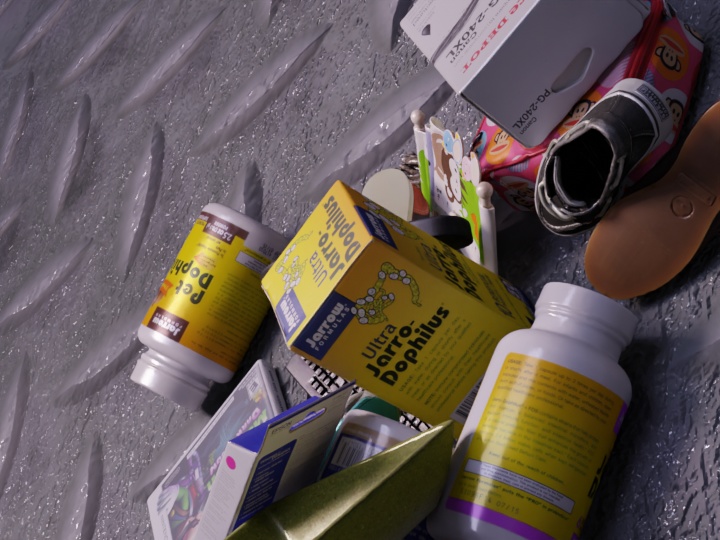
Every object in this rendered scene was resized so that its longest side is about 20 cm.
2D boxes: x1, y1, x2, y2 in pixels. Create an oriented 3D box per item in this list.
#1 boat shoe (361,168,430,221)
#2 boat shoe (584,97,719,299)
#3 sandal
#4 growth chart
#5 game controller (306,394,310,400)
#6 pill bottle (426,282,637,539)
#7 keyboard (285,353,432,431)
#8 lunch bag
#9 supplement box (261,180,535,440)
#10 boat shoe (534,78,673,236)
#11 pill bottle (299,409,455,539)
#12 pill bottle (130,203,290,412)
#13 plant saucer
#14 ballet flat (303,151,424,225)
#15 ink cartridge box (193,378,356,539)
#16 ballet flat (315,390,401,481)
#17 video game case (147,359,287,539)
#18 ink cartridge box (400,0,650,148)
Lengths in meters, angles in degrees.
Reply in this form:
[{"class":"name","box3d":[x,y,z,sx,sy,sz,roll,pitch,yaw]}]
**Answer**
[{"class":"boat shoe","box3d":[0.023,0.010,1.519,0.071,0.063,0.200,-3,60,23]},{"class":"boat shoe","box3d":[0.241,-0.056,1.266,0.200,0.070,0.070,-49,-9,37]},{"class":"sandal","box3d":[0.000,0.000,1.449,0.200,0.075,0.048,-15,73,31]},{"class":"growth chart","box3d":[0.082,-0.059,1.491,0.018,0.145,0.200,-16,30,-10]},{"class":"game controller","box3d":[-0.014,0.056,1.623,0.104,0.042,0.200,126,157,-44]},{"class":"pill bottle","box3d":[0.128,0.113,1.241,0.104,0.104,0.200,0,64,60]},{"class":"keyboard","box3d":[-0.011,0.129,1.500,0.127,0.021,0.200,-55,42,8]},{"class":"lunch bag","box3d":[0.187,-0.144,1.429,0.200,0.082,0.176,-13,48,56]},{"class":"supplement box","box3d":[0.040,0.037,1.359,0.110,0.200,0.109,-53,28,14]},{"class":"boat shoe","box3d":[0.161,-0.072,1.292,0.064,0.071,0.200,-39,-11,-25]},{"class":"pill bottle","box3d":[0.004,0.219,1.332,0.120,0.120,0.200,8,70,61]},{"class":"pill bottle","box3d":[-0.155,0.040,1.787,0.200,0.109,0.109,-63,27,-6]},{"class":"plant saucer","box3d":[-0.040,0.191,1.190,0.200,0.048,0.200,-29,2,35]},{"class":"ballet flat","box3d":[0.007,-0.069,1.668,0.200,0.046,0.067,-21,21,49]},{"class":"ink cartridge box","box3d":[-0.071,0.159,1.334,0.037,0.095,0.200,44,134,22]},{"class":"ballet flat","box3d":[-0.026,0.182,1.434,0.072,0.072,0.200,37,110,63]},{"class":"video game case","box3d":[-0.133,0.208,1.680,0.200,0.023,0.182,-51,29,16]},{"class":"ink cartridge box","box3d":[0.127,-0.204,1.412,0.145,0.083,0.200,-50,25,10]}]
